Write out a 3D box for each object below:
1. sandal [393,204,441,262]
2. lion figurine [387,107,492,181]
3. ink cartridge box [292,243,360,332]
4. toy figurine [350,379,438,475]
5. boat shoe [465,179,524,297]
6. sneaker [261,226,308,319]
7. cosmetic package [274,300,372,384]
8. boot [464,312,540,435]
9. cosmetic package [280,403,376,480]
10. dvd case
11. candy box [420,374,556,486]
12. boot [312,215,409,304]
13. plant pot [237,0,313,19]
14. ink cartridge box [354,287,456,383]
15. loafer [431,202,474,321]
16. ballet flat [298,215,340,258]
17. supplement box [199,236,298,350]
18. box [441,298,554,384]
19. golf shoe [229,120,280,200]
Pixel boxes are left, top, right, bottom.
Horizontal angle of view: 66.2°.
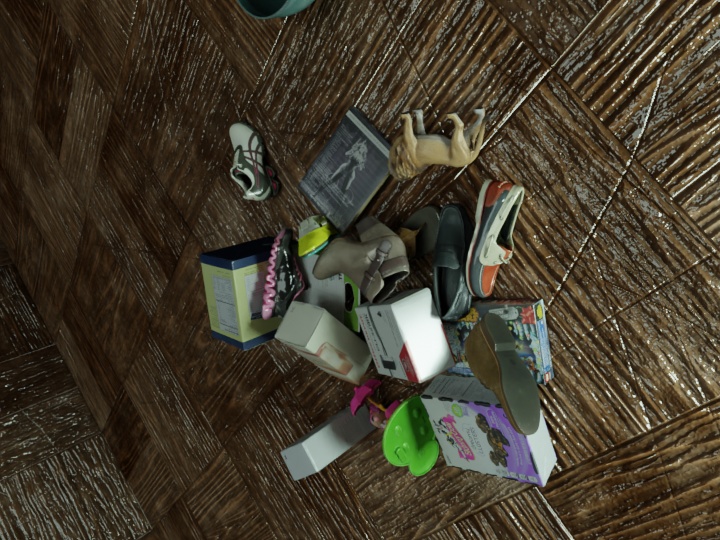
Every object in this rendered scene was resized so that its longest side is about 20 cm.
[{"bbox_3d":[0.077,-0.053,1.039,0.199,0.054,0.083,-25,88,39],"label":"sandal"},{"bbox_3d":[0.129,-0.206,0.930,0.198,0.072,0.124,12,120,36],"label":"lion figurine"},{"bbox_3d":[-0.059,0.031,1.189,0.198,0.075,0.150,16,115,35],"label":"ink cartridge box"},{"bbox_3d":[0.060,0.311,1.166,0.183,0.150,0.202,24,145,51],"label":"toy figurine"},{"bbox_3d":[0.220,-0.046,0.904,0.062,0.071,0.203,19,113,34],"label":"boat shoe"},{"bbox_3d":[-0.153,0.010,1.173,0.079,0.094,0.203,-119,38,-78],"label":"sneaker"},{"bbox_3d":[-0.070,0.153,1.153,0.103,0.088,0.200,10,156,42],"label":"cosmetic package"},{"bbox_3d":[0.225,0.174,0.888,0.076,0.073,0.202,-49,43,40],"label":"boot"},{"bbox_3d":[-0.067,0.375,1.229,0.101,0.199,0.072,-37,79,44],"label":"cosmetic package"},{"bbox_3d":[-0.025,-0.193,1.082,0.149,0.016,0.201,48,116,19],"label":"dvd case"},{"bbox_3d":[0.225,0.280,0.987,0.198,0.071,0.169,-5,115,44],"label":"candy box"},{"bbox_3d":[0.000,0.000,1.025,0.200,0.070,0.147,-44,56,27],"label":"boot"},{"bbox_3d":[-0.130,-0.562,0.999,0.199,0.133,0.203,17,116,39],"label":"plant pot"},{"bbox_3d":[0.077,0.118,1.031,0.146,0.083,0.200,69,161,-2],"label":"ink cartridge box"},{"bbox_3d":[0.156,-0.015,0.944,0.067,0.070,0.204,0,91,37],"label":"loafer"},{"bbox_3d":[-0.089,-0.074,1.097,0.066,0.200,0.068,-29,95,19],"label":"ballet flat"},{"bbox_3d":[-0.237,0.045,1.269,0.133,0.199,0.203,11,112,43],"label":"supplement box"},{"bbox_3d":[0.230,0.120,0.971,0.198,0.040,0.139,-4,101,44],"label":"box"},{"bbox_3d":[-0.260,-0.254,1.267,0.077,0.088,0.202,-37,78,45],"label":"golf shoe"}]
